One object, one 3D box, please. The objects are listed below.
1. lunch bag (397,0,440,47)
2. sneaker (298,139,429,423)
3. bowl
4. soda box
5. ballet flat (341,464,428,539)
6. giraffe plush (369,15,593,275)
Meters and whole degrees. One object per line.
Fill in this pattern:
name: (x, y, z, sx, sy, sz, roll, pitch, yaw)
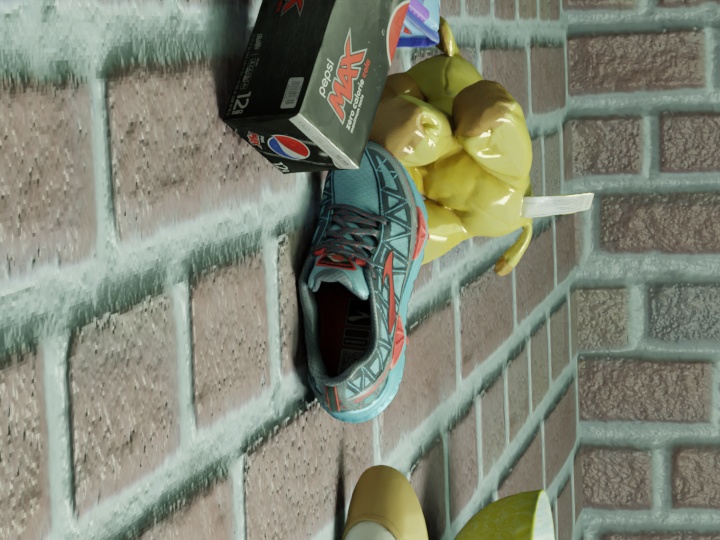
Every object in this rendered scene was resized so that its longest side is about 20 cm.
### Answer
lunch bag: (-0.019, -0.258, 1.427, 0.200, 0.093, 0.152, 41, 50, -57)
sneaker: (0.000, 0.000, 1.462, 0.096, 0.079, 0.202, 45, 45, -70)
bowl: (0.114, 0.298, 1.900, 0.200, 0.107, 0.202, -1, 90, -77)
soda box: (-0.016, -0.162, 1.303, 0.071, 0.063, 0.201, 39, 60, -44)
ballet flat: (0.014, 0.245, 1.545, 0.063, 0.068, 0.202, -9, 97, -64)
giraffe plush: (0.064, -0.106, 1.625, 0.173, 0.199, 0.163, -63, -147, 35)
